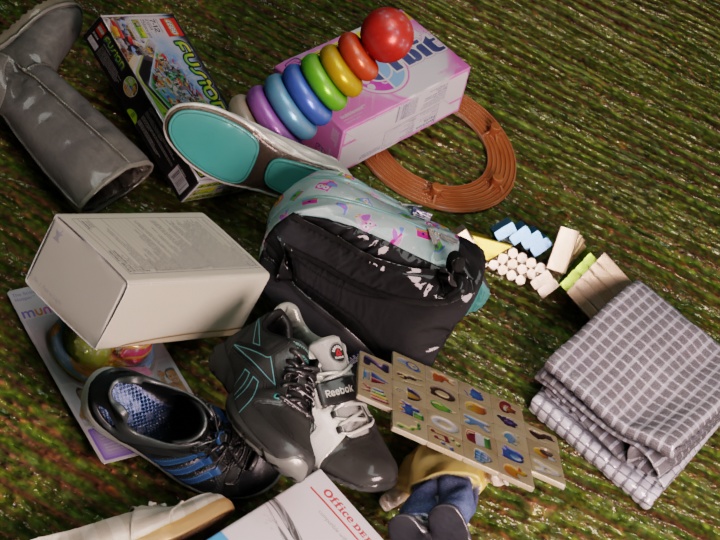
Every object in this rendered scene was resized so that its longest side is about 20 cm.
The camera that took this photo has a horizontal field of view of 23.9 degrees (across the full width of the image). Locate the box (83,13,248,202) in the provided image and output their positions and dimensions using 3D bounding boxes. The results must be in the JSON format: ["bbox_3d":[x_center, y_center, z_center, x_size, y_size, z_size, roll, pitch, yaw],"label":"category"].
[{"bbox_3d":[-0.183,-0.165,1.690,0.110,0.035,0.201,-14,69,-53],"label":"box"}]

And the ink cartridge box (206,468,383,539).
[{"bbox_3d":[-0.047,0.245,1.404,0.116,0.067,0.199,45,46,18],"label":"ink cartridge box"}]

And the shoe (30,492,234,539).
[{"bbox_3d":[-0.189,0.212,1.361,0.199,0.070,0.054,-19,68,-35],"label":"shoe"}]

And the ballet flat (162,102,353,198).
[{"bbox_3d":[-0.098,-0.112,1.640,0.198,0.070,0.070,22,44,-14],"label":"ballet flat"}]

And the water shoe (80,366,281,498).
[{"bbox_3d":[-0.138,0.141,1.413,0.199,0.079,0.072,26,76,-28],"label":"water shoe"}]

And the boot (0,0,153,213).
[{"bbox_3d":[-0.277,-0.163,1.664,0.199,0.073,0.182,35,57,17],"label":"boot"}]

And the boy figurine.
[{"bbox_3d":[0.076,0.185,1.499,0.065,0.123,0.200,67,21,-15],"label":"boy figurine"}]

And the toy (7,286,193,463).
[{"bbox_3d":[-0.215,0.070,1.496,0.114,0.047,0.201,-12,57,-36],"label":"toy"}]

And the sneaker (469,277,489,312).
[{"bbox_3d":[0.042,-0.027,1.697,0.198,0.078,0.092,26,40,-4],"label":"sneaker"}]

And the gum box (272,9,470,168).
[{"bbox_3d":[0.013,-0.195,1.815,0.199,0.067,0.113,-29,61,-33],"label":"gum box"}]

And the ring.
[{"bbox_3d":[0.082,-0.144,1.861,0.198,0.019,0.202,13,46,-14],"label":"ring"}]

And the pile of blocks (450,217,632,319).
[{"bbox_3d":[0.178,-0.017,1.749,0.198,0.083,0.062,20,9,-13],"label":"pile of blocks"}]

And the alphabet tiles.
[{"bbox_3d":[0.087,0.129,1.489,0.198,0.006,0.167,24,18,-7],"label":"alphabet tiles"}]

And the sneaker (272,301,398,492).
[{"bbox_3d":[-0.031,0.108,1.499,0.074,0.089,0.200,-13,48,-44],"label":"sneaker"}]

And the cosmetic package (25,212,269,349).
[{"bbox_3d":[-0.183,0.006,1.497,0.103,0.074,0.199,41,23,26],"label":"cosmetic package"}]

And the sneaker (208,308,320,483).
[{"bbox_3d":[-0.072,0.098,1.424,0.075,0.079,0.200,44,7,-34],"label":"sneaker"}]

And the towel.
[{"bbox_3d":[0.278,0.112,1.674,0.165,0.086,0.200,41,45,14],"label":"towel"}]

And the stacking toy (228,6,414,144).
[{"bbox_3d":[-0.031,-0.189,1.693,0.086,0.199,0.085,52,11,-15],"label":"stacking toy"}]

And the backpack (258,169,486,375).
[{"bbox_3d":[0.000,0.000,1.592,0.198,0.168,0.127,27,27,-6],"label":"backpack"}]
